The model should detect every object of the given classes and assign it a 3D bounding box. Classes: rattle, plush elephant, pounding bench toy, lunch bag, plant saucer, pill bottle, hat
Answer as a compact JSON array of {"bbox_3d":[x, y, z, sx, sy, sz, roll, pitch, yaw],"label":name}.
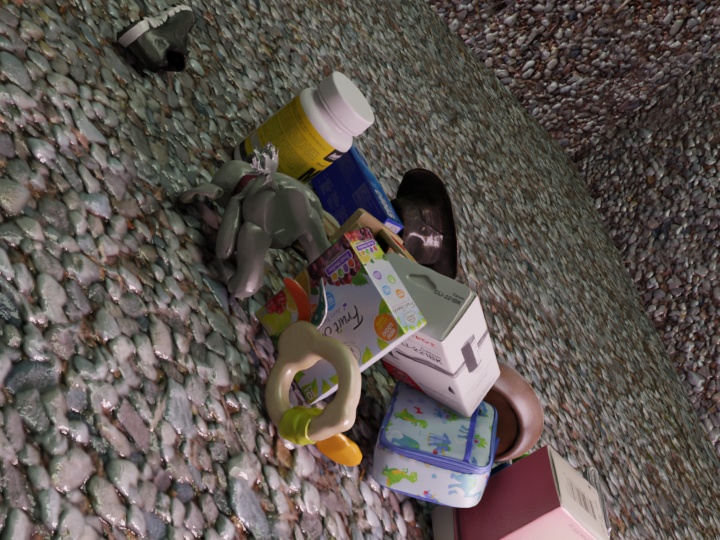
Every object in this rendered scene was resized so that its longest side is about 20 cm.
[{"bbox_3d":[-0.039,0.120,1.305,0.142,0.130,0.202,21,47,-42],"label":"rattle"},{"bbox_3d":[-0.143,-0.082,1.405,0.154,0.164,0.202,25,-48,52],"label":"plush elephant"},{"bbox_3d":[0.000,0.000,1.497,0.156,0.124,0.200,51,10,34],"label":"pounding bench toy"},{"bbox_3d":[0.106,0.229,1.435,0.159,0.083,0.200,16,22,7],"label":"lunch bag"},{"bbox_3d":[0.164,0.207,1.547,0.201,0.200,0.032,50,39,-11],"label":"plant saucer"},{"bbox_3d":[-0.084,-0.200,1.604,0.114,0.199,0.115,43,24,-25],"label":"pill bottle"},{"bbox_3d":[0.083,-0.061,1.736,0.080,0.201,0.202,-17,67,-27],"label":"hat"}]

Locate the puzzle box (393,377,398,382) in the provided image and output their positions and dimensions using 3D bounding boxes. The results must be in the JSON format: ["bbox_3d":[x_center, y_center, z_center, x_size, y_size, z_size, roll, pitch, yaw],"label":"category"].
[{"bbox_3d":[0.035,0.080,1.682,0.201,0.025,0.133,56,21,3],"label":"puzzle box"}]

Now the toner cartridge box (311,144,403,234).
[{"bbox_3d":[-0.008,-0.113,1.748,0.043,0.095,0.201,25,29,-44],"label":"toner cartridge box"}]

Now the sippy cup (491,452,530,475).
[{"bbox_3d":[0.246,0.353,1.579,0.130,0.141,0.178,28,0,-11],"label":"sippy cup"}]

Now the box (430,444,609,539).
[{"bbox_3d":[0.210,0.345,1.415,0.128,0.199,0.109,42,25,-28],"label":"box"}]

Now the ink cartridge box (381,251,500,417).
[{"bbox_3d":[0.090,0.085,1.394,0.144,0.084,0.201,26,-25,31],"label":"ink cartridge box"}]

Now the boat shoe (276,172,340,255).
[{"bbox_3d":[-0.092,-0.074,1.578,0.200,0.075,0.072,35,30,-38],"label":"boat shoe"}]

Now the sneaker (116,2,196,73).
[{"bbox_3d":[-0.283,-0.335,1.575,0.091,0.066,0.200,54,25,-9],"label":"sneaker"}]

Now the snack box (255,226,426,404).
[{"bbox_3d":[-0.028,0.059,1.329,0.053,0.200,0.143,-23,77,-49],"label":"snack box"}]

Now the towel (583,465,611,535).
[{"bbox_3d":[0.322,0.410,1.607,0.024,0.201,0.147,14,32,-6],"label":"towel"}]
